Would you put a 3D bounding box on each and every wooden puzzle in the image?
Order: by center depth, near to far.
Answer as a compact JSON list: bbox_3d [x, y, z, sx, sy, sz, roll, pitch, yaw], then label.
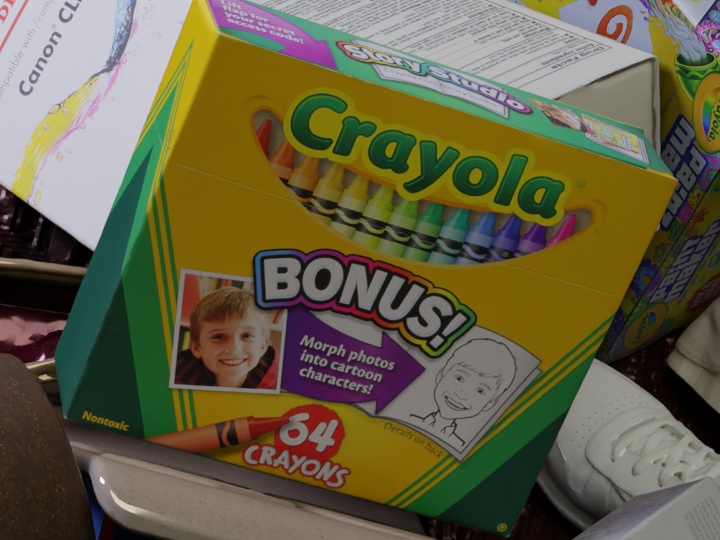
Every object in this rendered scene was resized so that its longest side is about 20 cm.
[{"bbox_3d":[-0.037,0.107,1.174,0.184,0.200,0.047,16,91,-15],"label":"wooden puzzle"}]

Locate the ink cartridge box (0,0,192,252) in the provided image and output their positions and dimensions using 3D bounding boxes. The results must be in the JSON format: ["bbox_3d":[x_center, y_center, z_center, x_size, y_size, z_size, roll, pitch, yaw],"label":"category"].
[{"bbox_3d":[-0.109,-0.079,1.279,0.200,0.117,0.067,34,8,28],"label":"ink cartridge box"}]

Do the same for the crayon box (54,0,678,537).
[{"bbox_3d":[0.000,0.000,1.183,0.199,0.173,0.058,16,24,-19],"label":"crayon box"}]

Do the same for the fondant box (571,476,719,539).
[{"bbox_3d":[0.093,0.194,1.184,0.200,0.058,0.145,-30,96,-35],"label":"fondant box"}]

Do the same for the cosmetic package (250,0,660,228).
[{"bbox_3d":[0.030,-0.068,1.312,0.103,0.088,0.200,-23,32,-32],"label":"cosmetic package"}]

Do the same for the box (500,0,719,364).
[{"bbox_3d":[0.128,-0.101,1.356,0.122,0.200,0.193,-24,66,-33],"label":"box"}]

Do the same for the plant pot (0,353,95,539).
[{"bbox_3d":[-0.205,0.107,1.080,0.199,0.187,0.188,-19,63,-22],"label":"plant pot"}]

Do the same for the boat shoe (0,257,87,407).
[{"bbox_3d":[-0.177,0.021,1.245,0.199,0.067,0.074,0,55,-19],"label":"boat shoe"}]

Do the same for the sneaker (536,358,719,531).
[{"bbox_3d":[0.150,0.098,1.283,0.075,0.100,0.200,-31,68,-34],"label":"sneaker"}]

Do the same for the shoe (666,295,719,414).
[{"bbox_3d":[0.214,0.096,1.341,0.053,0.070,0.200,-39,73,8],"label":"shoe"}]
